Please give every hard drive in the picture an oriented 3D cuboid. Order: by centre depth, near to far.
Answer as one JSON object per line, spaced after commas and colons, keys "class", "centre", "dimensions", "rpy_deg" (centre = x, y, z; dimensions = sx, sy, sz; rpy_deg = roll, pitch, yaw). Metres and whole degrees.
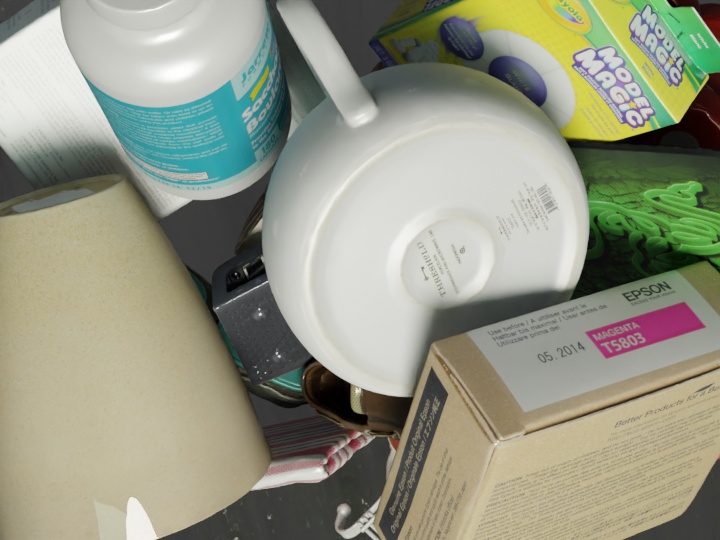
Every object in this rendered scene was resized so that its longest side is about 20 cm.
{"class": "hard drive", "centre": [0.000, 0.000, 0.947], "dimensions": [0.198, 0.043, 0.135], "rpy_deg": [-24, 151, -4]}

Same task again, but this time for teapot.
{"class": "teapot", "centre": [0.024, -0.039, 0.798], "dimensions": [0.195, 0.146, 0.202], "rpy_deg": [8, 115, -23]}

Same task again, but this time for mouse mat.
{"class": "mouse mat", "centre": [0.155, -0.016, 0.843], "dimensions": [0.198, 0.008, 0.162], "rpy_deg": [7, 139, 39]}

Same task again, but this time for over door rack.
{"class": "over door rack", "centre": [0.096, 0.177, 1.118], "dimensions": [0.199, 0.067, 0.148], "rpy_deg": [-40, 118, 9]}

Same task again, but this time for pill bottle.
{"class": "pill bottle", "centre": [-0.101, -0.124, 0.781], "dimensions": [0.109, 0.112, 0.200], "rpy_deg": [-4, 161, 3]}

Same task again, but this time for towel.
{"class": "towel", "centre": [-0.061, 0.137, 1.010], "dimensions": [0.144, 0.200, 0.030], "rpy_deg": [-14, 91, 17]}

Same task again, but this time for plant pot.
{"class": "plant pot", "centre": [-0.168, 0.049, 0.894], "dimensions": [0.185, 0.188, 0.203], "rpy_deg": [-11, 104, 8]}

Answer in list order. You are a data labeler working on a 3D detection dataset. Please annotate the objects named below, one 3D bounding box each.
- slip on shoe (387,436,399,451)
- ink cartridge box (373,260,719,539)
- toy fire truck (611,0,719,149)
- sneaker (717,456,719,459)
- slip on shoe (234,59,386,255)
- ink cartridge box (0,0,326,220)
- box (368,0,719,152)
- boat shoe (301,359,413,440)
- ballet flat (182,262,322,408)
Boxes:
{"class": "slip on shoe", "centre": [0.115, 0.092, 0.994], "dimensions": [0.198, 0.061, 0.075], "rpy_deg": [-21, 113, -1]}
{"class": "ink cartridge box", "centre": [0.119, 0.094, 0.797], "dimensions": [0.198, 0.075, 0.166], "rpy_deg": [-14, 140, -27]}
{"class": "toy fire truck", "centre": [0.151, -0.135, 0.875], "dimensions": [0.166, 0.113, 0.201], "rpy_deg": [-4, 129, 33]}
{"class": "sneaker", "centre": [0.186, 0.037, 0.925], "dimensions": [0.200, 0.113, 0.071], "rpy_deg": [46, 131, -10]}
{"class": "slip on shoe", "centre": [-0.008, -0.068, 0.932], "dimensions": [0.060, 0.076, 0.200], "rpy_deg": [38, 111, -14]}
{"class": "ink cartridge box", "centre": [-0.142, -0.123, 0.920], "dimensions": [0.199, 0.050, 0.163], "rpy_deg": [-32, 120, 4]}
{"class": "box", "centre": [0.106, -0.123, 0.796], "dimensions": [0.118, 0.049, 0.199], "rpy_deg": [49, 147, -18]}
{"class": "boat shoe", "centre": [0.026, 0.083, 0.915], "dimensions": [0.074, 0.076, 0.201], "rpy_deg": [6, 172, -31]}
{"class": "ballet flat", "centre": [-0.116, 0.044, 1.017], "dimensions": [0.198, 0.068, 0.064], "rpy_deg": [29, 158, -9]}
